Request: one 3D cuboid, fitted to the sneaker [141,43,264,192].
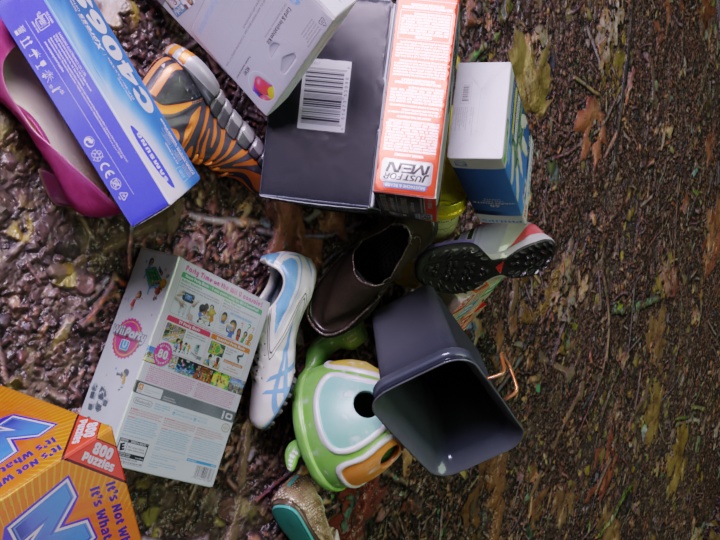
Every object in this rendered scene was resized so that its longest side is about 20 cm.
[{"bbox_3d":[-0.167,-0.118,0.873,0.113,0.077,0.200,-52,141,-12],"label":"sneaker"}]

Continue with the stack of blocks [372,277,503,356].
[{"bbox_3d":[0.106,0.053,1.153,0.114,0.059,0.201,-28,160,-38],"label":"stack of blocks"}]

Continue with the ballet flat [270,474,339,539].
[{"bbox_3d":[-0.053,0.333,1.100,0.066,0.069,0.203,-60,143,-47],"label":"ballet flat"}]

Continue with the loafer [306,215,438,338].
[{"bbox_3d":[0.000,0.000,0.974,0.201,0.073,0.071,-50,170,23],"label":"loafer"}]

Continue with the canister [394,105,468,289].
[{"bbox_3d":[0.086,-0.085,1.104,0.201,0.085,0.151,98,5,-59],"label":"canister"}]

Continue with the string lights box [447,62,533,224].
[{"bbox_3d":[0.144,-0.131,0.954,0.200,0.058,0.105,41,54,-67],"label":"string lights box"}]

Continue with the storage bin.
[{"bbox_3d":[0.097,0.115,1.011,0.200,0.144,0.136,50,19,-43],"label":"storage bin"}]

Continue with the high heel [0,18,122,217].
[{"bbox_3d":[-0.253,-0.136,0.726,0.067,0.095,0.203,-35,123,-42],"label":"high heel"}]

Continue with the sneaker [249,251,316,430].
[{"bbox_3d":[-0.103,0.078,0.996,0.071,0.072,0.204,11,93,-22],"label":"sneaker"}]

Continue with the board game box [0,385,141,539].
[{"bbox_3d":[-0.297,0.229,0.652,0.199,0.197,0.203,-30,119,-45],"label":"board game box"}]

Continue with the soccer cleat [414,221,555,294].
[{"bbox_3d":[0.140,-0.023,1.057,0.197,0.073,0.069,-10,130,-28],"label":"soccer cleat"}]

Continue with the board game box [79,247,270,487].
[{"bbox_3d":[-0.185,0.100,0.886,0.147,0.063,0.203,32,72,-51],"label":"board game box"}]

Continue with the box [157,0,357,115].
[{"bbox_3d":[-0.114,-0.255,0.769,0.200,0.156,0.041,46,55,-4],"label":"box"}]

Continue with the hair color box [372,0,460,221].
[{"bbox_3d":[0.056,-0.158,0.840,0.111,0.063,0.204,52,46,-81],"label":"hair color box"}]

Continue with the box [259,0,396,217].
[{"bbox_3d":[-0.020,-0.166,0.942,0.197,0.121,0.204,-6,102,-81],"label":"box"}]

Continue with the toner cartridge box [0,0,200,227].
[{"bbox_3d":[-0.213,-0.143,0.735,0.202,0.043,0.095,60,15,-14],"label":"toner cartridge box"}]

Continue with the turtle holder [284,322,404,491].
[{"bbox_3d":[-0.010,0.164,1.053,0.142,0.130,0.187,54,27,-35],"label":"turtle holder"}]
